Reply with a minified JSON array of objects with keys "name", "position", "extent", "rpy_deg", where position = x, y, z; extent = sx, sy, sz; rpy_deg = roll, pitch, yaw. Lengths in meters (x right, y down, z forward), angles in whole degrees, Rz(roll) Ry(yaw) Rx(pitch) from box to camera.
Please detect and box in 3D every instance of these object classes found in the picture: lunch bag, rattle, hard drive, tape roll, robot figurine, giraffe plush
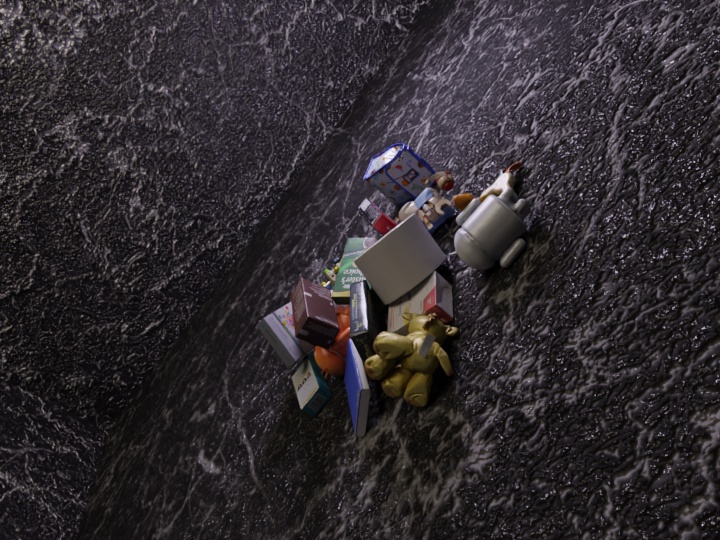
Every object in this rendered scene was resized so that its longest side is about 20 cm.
[{"name":"lunch bag","position":[0.134,-0.313,1.712],"extent":[0.198,0.169,0.126],"rpy_deg":[-19,42,51]},{"name":"rattle","position":[0.308,-0.212,1.293],"extent":[0.203,0.141,0.130],"rpy_deg":[-64,7,-11]},{"name":"hard drive","position":[-0.011,0.276,1.271],"extent":[0.201,0.025,0.135],"rpy_deg":[-109,23,-63]},{"name":"tape roll","position":[0.099,-0.030,1.336],"extent":[0.201,0.140,0.203],"rpy_deg":[-37,2,2]},{"name":"robot figurine","position":[-0.052,0.196,1.430],"extent":[0.143,0.116,0.202],"rpy_deg":[6,62,56]},{"name":"robot figurine","position":[0.288,-0.085,1.176],"extent":[0.200,0.112,0.170],"rpy_deg":[-47,58,12]},{"name":"giraffe plush","position":[0.122,0.161,1.131],"extent":[0.200,0.172,0.162],"rpy_deg":[-48,1,34]}]

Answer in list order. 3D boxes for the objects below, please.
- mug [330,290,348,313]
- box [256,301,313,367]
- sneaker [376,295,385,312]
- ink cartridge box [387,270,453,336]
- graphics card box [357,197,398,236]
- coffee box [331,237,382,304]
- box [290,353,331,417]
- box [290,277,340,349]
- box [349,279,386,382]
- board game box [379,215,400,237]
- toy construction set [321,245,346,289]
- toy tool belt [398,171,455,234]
[{"name":"mug","position":[-0.096,0.134,1.579],"extent":[0.153,0.150,0.187],"rpy_deg":[-44,30,-1]},{"name":"box","position":[-0.206,0.185,1.595],"extent":[0.041,0.157,0.200],"rpy_deg":[-39,-4,24]},{"name":"sneaker","position":[0.072,0.028,1.483],"extent":[0.097,0.070,0.203],"rpy_deg":[-29,32,47]},{"name":"ink cartridge box","position":[0.128,0.106,1.274],"extent":[0.199,0.067,0.118],"rpy_deg":[-38,27,32]},{"name":"graphics card box","position":[0.068,-0.141,1.568],"extent":[0.051,0.125,0.200],"rpy_deg":[-51,23,7]},{"name":"coffee box","position":[0.000,0.000,1.465],"extent":[0.120,0.044,0.203],"rpy_deg":[0,56,26]},{"name":"box","position":[-0.145,0.325,1.513],"extent":[0.083,0.049,0.200],"rpy_deg":[-50,23,5]},{"name":"box","position":[-0.124,0.111,1.399],"extent":[0.076,0.099,0.201],"rpy_deg":[-57,25,21]},{"name":"box","position":[0.021,0.146,1.306],"extent":[0.050,0.160,0.202],"rpy_deg":[-17,34,10]},{"name":"board game box","position":[0.110,-0.099,1.634],"extent":[0.200,0.034,0.136],"rpy_deg":[-48,24,13]},{"name":"toy construction set","position":[-0.050,-0.010,1.751],"extent":[0.202,0.091,0.132],"rpy_deg":[-58,-15,-29]},{"name":"toy tool belt","position":[0.207,-0.160,1.465],"extent":[0.200,0.124,0.124],"rpy_deg":[-46,55,23]}]
